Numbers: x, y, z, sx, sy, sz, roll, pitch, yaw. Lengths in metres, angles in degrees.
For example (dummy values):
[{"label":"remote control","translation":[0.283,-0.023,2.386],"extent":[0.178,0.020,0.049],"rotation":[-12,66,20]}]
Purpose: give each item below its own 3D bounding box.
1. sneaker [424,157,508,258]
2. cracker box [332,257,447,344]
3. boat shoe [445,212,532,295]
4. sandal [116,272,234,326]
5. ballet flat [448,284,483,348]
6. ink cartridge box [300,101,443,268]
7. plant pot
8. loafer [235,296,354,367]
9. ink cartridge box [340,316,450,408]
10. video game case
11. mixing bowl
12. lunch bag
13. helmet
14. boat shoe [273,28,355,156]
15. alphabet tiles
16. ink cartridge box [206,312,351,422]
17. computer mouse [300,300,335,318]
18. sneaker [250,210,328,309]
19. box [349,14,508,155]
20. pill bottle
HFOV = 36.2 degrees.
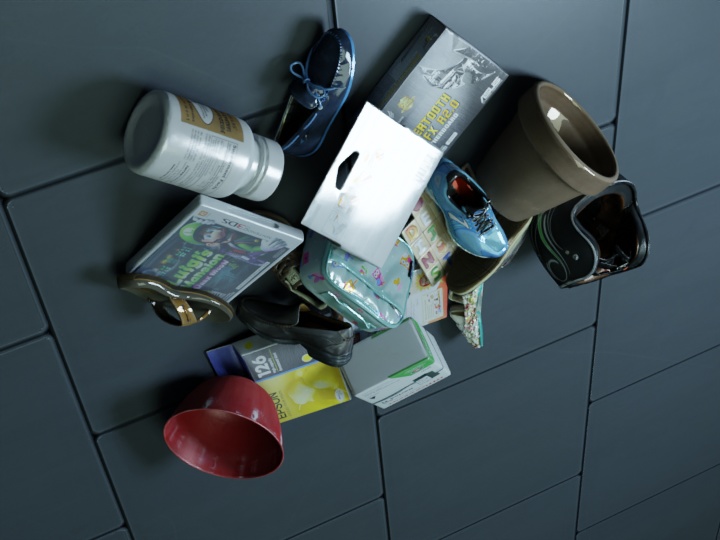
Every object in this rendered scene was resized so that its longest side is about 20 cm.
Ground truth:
[{"label":"sneaker","translation":[0.172,-0.089,1.741],"extent":[0.078,0.090,0.200],"rotation":[-45,117,-7]},{"label":"cracker box","translation":[0.049,0.046,1.869],"extent":[0.199,0.058,0.134],"rotation":[-19,133,-19]},{"label":"boat shoe","translation":[0.223,-0.029,1.839],"extent":[0.200,0.073,0.065],"rotation":[-46,147,-9]},{"label":"sandal","translation":[-0.277,0.053,1.642],"extent":[0.082,0.055,0.200],"rotation":[-10,157,38]},{"label":"ballet flat","translation":[0.190,0.056,1.972],"extent":[0.064,0.076,0.201],"rotation":[1,128,7]},{"label":"ink cartridge box","translation":[0.010,-0.125,1.597],"extent":[0.173,0.044,0.200],"rotation":[28,91,-39]},{"label":"plant pot","translation":[0.282,-0.173,1.755],"extent":[0.200,0.201,0.174],"rotation":[19,134,-41]},{"label":"loafer","translation":[-0.100,0.079,1.733],"extent":[0.199,0.073,0.072],"rotation":[20,126,6]},{"label":"ink cartridge box","translation":[0.061,0.162,1.892],"extent":[0.146,0.083,0.200],"rotation":[-28,162,8]},{"label":"video game case","translation":[-0.213,-0.026,1.604],"extent":[0.181,0.023,0.200],"rotation":[19,139,-37]},{"label":"mixing bowl","translation":[-0.212,0.243,1.811],"extent":[0.199,0.109,0.201],"rotation":[7,139,6]},{"label":"lunch bag","translation":[0.000,0.000,1.710],"extent":[0.077,0.161,0.200],"rotation":[-17,139,40]},{"label":"helmet","translation":[0.382,-0.080,1.874],"extent":[0.199,0.191,0.200],"rotation":[-16,173,-2]},{"label":"boat shoe","translation":[-0.065,-0.239,1.529],"extent":[0.068,0.084,0.201],"rotation":[-9,129,-41]},{"label":"alphabet tiles","translation":[0.147,-0.074,1.812],"extent":[0.166,0.006,0.200],"rotation":[-45,129,-15]},{"label":"ink cartridge box","translation":[-0.133,0.177,1.851],"extent":[0.199,0.047,0.198],"rotation":[-21,136,-2]},{"label":"computer mouse","translation":[-0.084,0.036,1.802],"extent":[0.058,0.034,0.200],"rotation":[-18,129,-3]},{"label":"sneaker","translation":[-0.107,-0.015,1.687],"extent":[0.070,0.076,0.200],"rotation":[-40,127,11]},{"label":"box","translation":[0.103,-0.258,1.646],"extent":[0.158,0.048,0.200],"rotation":[26,110,-44]},{"label":"pill bottle","translation":[-0.207,-0.161,1.487],"extent":[0.200,0.114,0.115],"rotation":[16,117,-40]}]
